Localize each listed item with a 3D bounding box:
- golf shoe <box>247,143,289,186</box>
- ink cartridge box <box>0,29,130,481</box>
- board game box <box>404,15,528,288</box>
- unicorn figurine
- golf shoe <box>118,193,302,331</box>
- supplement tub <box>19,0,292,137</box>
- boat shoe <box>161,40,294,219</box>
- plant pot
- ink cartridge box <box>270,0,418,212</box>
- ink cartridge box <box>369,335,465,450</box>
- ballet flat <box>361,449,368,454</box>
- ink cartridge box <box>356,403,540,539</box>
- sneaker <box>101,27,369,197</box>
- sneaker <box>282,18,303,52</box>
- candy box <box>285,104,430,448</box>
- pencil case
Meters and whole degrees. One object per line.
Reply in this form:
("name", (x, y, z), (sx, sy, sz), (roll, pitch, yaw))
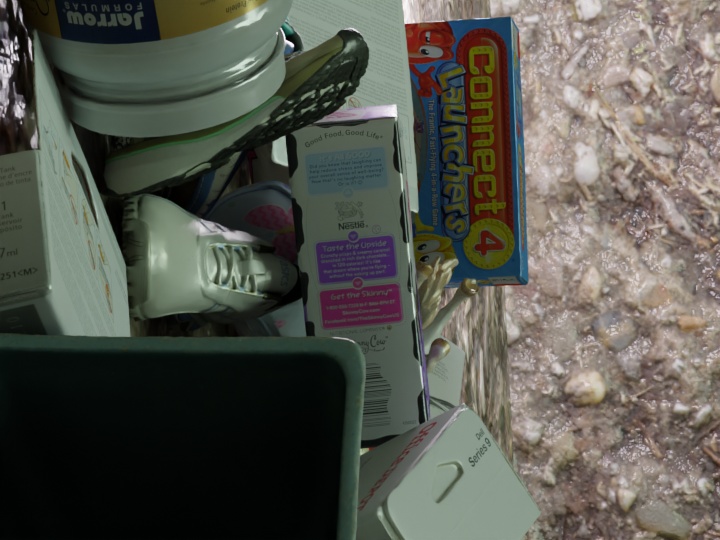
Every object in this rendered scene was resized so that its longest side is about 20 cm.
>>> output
("golf shoe", (-0.060, -0.112, 1.949), (0.092, 0.072, 0.201), (31, 49, -53))
("ink cartridge box", (-0.156, 0.007, 1.371), (0.200, 0.043, 0.174), (75, 4, -50))
("board game box", (0.025, -0.085, 2.031), (0.056, 0.195, 0.201), (30, 57, -79))
("unicorn figurine", (0.011, 0.068, 1.839), (0.137, 0.074, 0.200), (-51, 166, 32))
("golf shoe", (-0.089, -0.006, 1.619), (0.200, 0.097, 0.079), (20, 68, -79))
("supplement tub", (-0.111, -0.184, 1.382), (0.145, 0.144, 0.201), (-77, 161, -60))
("boat shoe", (-0.096, -0.098, 1.630), (0.072, 0.072, 0.200), (-61, -179, -32))
("plant pot", (-0.094, 0.163, 1.279), (0.200, 0.195, 0.197), (86, 6, -59))
("ink cartridge box", (-0.030, -0.146, 1.912), (0.162, 0.050, 0.201), (18, 63, -47))
("ink cartridge box", (0.001, 0.143, 1.954), (0.147, 0.083, 0.200), (-52, -164, 33))
("ballet flat", (-0.029, 0.193, 1.791), (0.066, 0.057, 0.201), (-114, -140, -68))
("ink cartridge box", (-0.013, 0.176, 1.571), (0.088, 0.200, 0.145), (54, 32, -6))
("sneaker", (-0.083, -0.107, 1.503), (0.077, 0.200, 0.089), (-21, 89, -53))
("sneaker", (-0.079, -0.133, 1.733), (0.200, 0.091, 0.078), (53, 36, -74))
("candy box", (0.000, 0.000, 1.688), (0.168, 0.071, 0.201), (-78, 162, -83))
("pencil case", (-0.056, 0.021, 1.859), (0.091, 0.083, 0.200), (-60, 158, -22))
